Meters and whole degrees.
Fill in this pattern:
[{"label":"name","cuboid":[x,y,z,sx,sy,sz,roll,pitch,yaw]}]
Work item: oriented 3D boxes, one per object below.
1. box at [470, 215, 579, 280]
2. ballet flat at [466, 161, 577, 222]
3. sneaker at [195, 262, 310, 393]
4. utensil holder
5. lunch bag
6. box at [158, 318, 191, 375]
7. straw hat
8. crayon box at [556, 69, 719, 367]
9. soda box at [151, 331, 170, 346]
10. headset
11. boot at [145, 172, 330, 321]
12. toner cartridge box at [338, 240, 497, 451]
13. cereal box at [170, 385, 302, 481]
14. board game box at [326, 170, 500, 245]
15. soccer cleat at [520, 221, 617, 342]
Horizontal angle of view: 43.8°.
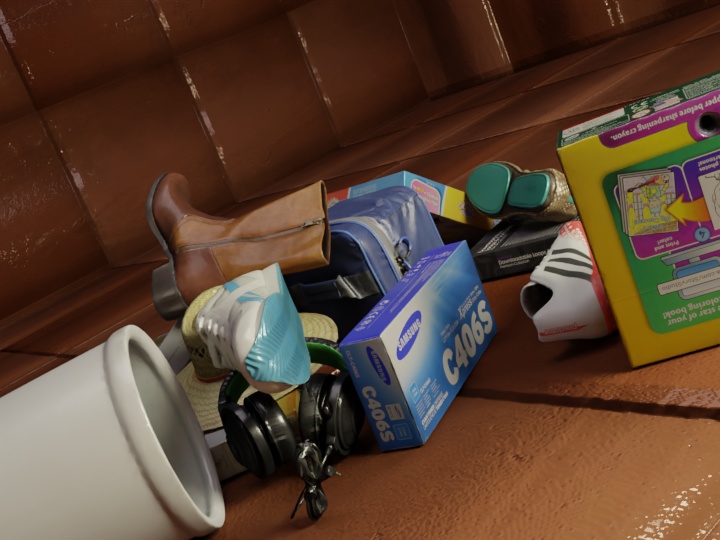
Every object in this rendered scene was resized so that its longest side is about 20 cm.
[{"label":"box","cuboid":[0.224,-0.045,1.011,0.197,0.037,0.143,-12,17,39]},{"label":"ballet flat","cuboid":[0.189,-0.084,1.029,0.064,0.072,0.200,16,6,-21]},{"label":"sneaker","cuboid":[-0.090,0.055,0.730,0.079,0.078,0.200,-22,13,-1]},{"label":"utensil holder","cuboid":[-0.229,0.165,0.695,0.197,0.172,0.170,-27,12,-2]},{"label":"lunch bag","cuboid":[0.000,0.000,1.000,0.132,0.138,0.198,-36,15,-34]},{"label":"box","cuboid":[-0.170,0.047,1.042,0.202,0.041,0.156,-56,-1,-20]},{"label":"straw hat","cuboid":[-0.125,0.061,0.867,0.197,0.086,0.202,-20,21,8]},{"label":"crayon box","cuboid":[0.257,-0.045,0.622,0.197,0.175,0.058,-18,16,21]},{"label":"soda box","cuboid":[-0.314,0.148,1.143,0.197,0.069,0.064,-21,12,12]},{"label":"headset","cuboid":[-0.053,0.112,0.713,0.121,0.095,0.201,-14,34,-5]},{"label":"boot","cuboid":[-0.131,-0.058,0.955,0.197,0.069,0.191,-21,47,14]},{"label":"toner cartridge box","cuboid":[0.057,0.057,0.765,0.043,0.096,0.200,-15,16,31]},{"label":"cereal box","cuboid":[-0.143,0.157,0.847,0.197,0.040,0.144,-23,15,1]},{"label":"board game box","cuboid":[0.068,-0.069,1.144,0.151,0.041,0.198,-11,-17,44]},{"label":"soccer cleat","cuboid":[0.182,0.009,0.800,0.084,0.070,0.201,-17,18,10]}]
